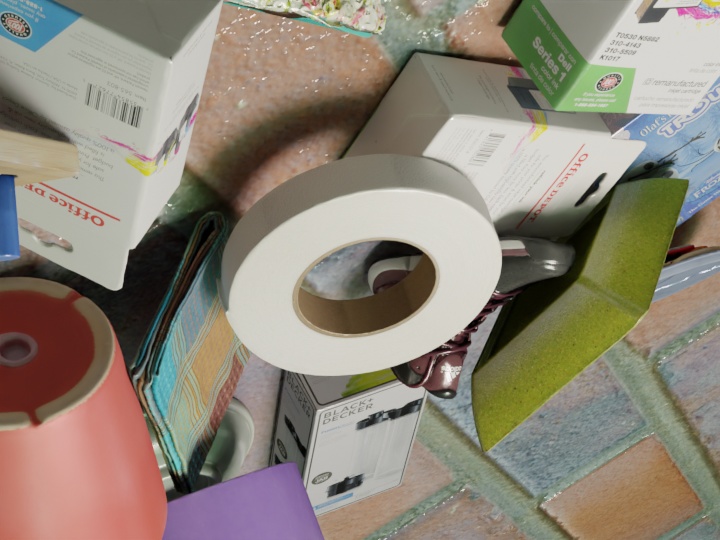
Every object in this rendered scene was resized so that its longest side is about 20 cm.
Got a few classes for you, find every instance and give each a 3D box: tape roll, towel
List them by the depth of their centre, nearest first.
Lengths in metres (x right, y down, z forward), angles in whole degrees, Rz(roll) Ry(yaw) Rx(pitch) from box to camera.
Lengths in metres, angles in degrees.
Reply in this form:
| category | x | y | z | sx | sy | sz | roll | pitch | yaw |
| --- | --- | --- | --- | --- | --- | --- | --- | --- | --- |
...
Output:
| category | x | y | z | sx | sy | sz | roll | pitch | yaw |
| --- | --- | --- | --- | --- | --- | --- | --- | --- | --- |
| tape roll | 0.000 | 0.000 | 1.239 | 0.202 | 0.037 | 0.203 | -10 | 140 | -8 |
| towel | -0.118 | 0.065 | 1.286 | 0.022 | 0.147 | 0.200 | 15 | 151 | 13 |
| tape roll | -0.130 | 0.225 | 1.378 | 0.200 | 0.085 | 0.200 | -20 | 171 | -3 |

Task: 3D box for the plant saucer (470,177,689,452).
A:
| category | x | y | z | sx | sy | sz | roll | pitch | yaw |
| --- | --- | --- | --- | --- | --- | --- | --- | --- | --- |
| plant saucer | 0.162 | 0.022 | 1.370 | 0.200 | 0.048 | 0.200 | -46 | -171 | 38 |

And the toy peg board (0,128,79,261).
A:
| category | x | y | z | sx | sy | sz | roll | pitch | yaw |
| --- | --- | --- | --- | --- | --- | --- | --- | --- | --- |
| toy peg board | -0.279 | -0.015 | 0.912 | 0.199 | 0.098 | 0.200 | -7 | 175 | 22 |

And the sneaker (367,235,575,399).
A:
| category | x | y | z | sx | sy | sz | roll | pitch | yaw |
| --- | --- | --- | --- | --- | --- | --- | --- | --- | --- |
| sneaker | 0.087 | 0.040 | 1.342 | 0.076 | 0.116 | 0.200 | 9 | 167 | -40 |

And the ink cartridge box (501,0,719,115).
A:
| category | x | y | z | sx | sy | sz | roll | pitch | yaw |
| --- | --- | --- | --- | --- | --- | --- | --- | --- | --- |
| ink cartridge box | 0.214 | -0.206 | 1.190 | 0.145 | 0.084 | 0.200 | -2 | 140 | -38 |

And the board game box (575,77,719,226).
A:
| category | x | y | z | sx | sy | sz | roll | pitch | yaw |
| --- | --- | --- | --- | --- | --- | --- | --- | --- | --- |
| board game box | 0.259 | -0.109 | 1.415 | 0.200 | 0.043 | 0.199 | -37 | 148 | 14 |

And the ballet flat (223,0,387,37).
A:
| category | x | y | z | sx | sy | sz | roll | pitch | yaw |
| --- | --- | --- | --- | --- | --- | --- | --- | --- | --- |
| ballet flat | -0.046 | -0.182 | 1.021 | 0.200 | 0.076 | 0.064 | 4 | 120 | -49 |

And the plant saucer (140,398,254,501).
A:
| category | x | y | z | sx | sy | sz | roll | pitch | yaw |
| --- | --- | --- | --- | --- | --- | --- | --- | --- | --- |
| plant saucer | -0.175 | 0.182 | 1.477 | 0.200 | 0.050 | 0.200 | -22 | 150 | -14 |

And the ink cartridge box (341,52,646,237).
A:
| category | x | y | z | sx | sy | sz | roll | pitch | yaw |
| --- | --- | --- | --- | --- | --- | --- | --- | --- | --- |
| ink cartridge box | 0.100 | -0.088 | 1.280 | 0.200 | 0.067 | 0.117 | 4 | 137 | -38 |

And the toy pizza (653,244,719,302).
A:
| category | x | y | z | sx | sy | sz | roll | pitch | yaw |
| --- | --- | --- | --- | --- | --- | --- | --- | --- | --- |
| toy pizza | 0.236 | 0.013 | 1.554 | 0.200 | 0.032 | 0.200 | -20 | 170 | -4 |

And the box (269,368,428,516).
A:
| category | x | y | z | sx | sy | sz | roll | pitch | yaw |
| --- | --- | --- | --- | --- | --- | --- | --- | --- | --- |
| box | -0.012 | 0.136 | 1.536 | 0.116 | 0.060 | 0.200 | -17 | 148 | -21 |

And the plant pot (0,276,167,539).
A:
| category | x | y | z | sx | sy | sz | roll | pitch | yaw |
| --- | --- | --- | --- | --- | --- | --- | --- | --- | --- |
| plant pot | -0.235 | 0.114 | 1.201 | 0.200 | 0.201 | 0.178 | -17 | 137 | -21 |

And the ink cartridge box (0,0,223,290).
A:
| category | x | y | z | sx | sy | sz | roll | pitch | yaw |
| --- | --- | --- | --- | --- | --- | --- | --- | --- | --- |
| ink cartridge box | -0.159 | -0.092 | 1.001 | 0.068 | 0.115 | 0.200 | -59 | 174 | -42 |
